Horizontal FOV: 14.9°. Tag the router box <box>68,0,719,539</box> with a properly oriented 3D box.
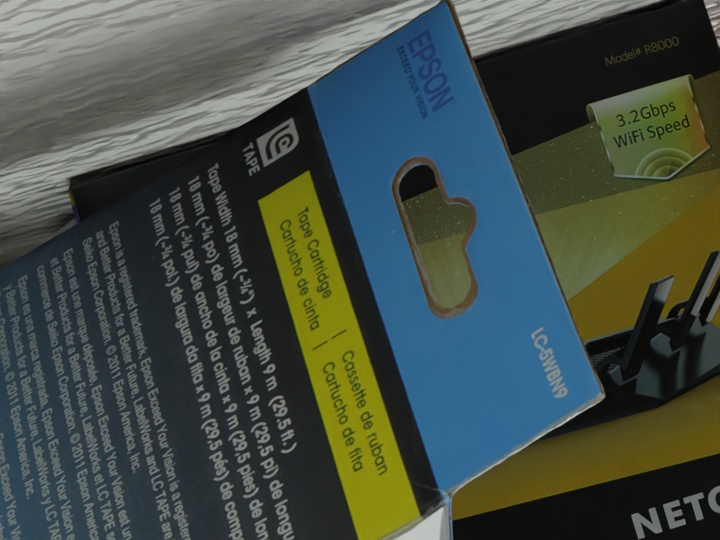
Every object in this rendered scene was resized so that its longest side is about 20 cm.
[{"bbox_3d":[0.029,0.023,0.822,0.199,0.158,0.052,-17,176,-5],"label":"router box"}]

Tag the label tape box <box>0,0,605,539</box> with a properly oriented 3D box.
[{"bbox_3d":[-0.034,0.045,0.660,0.200,0.145,0.063,-30,134,12],"label":"label tape box"}]

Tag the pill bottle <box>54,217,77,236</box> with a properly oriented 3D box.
[{"bbox_3d":[-0.024,0.068,0.895,0.106,0.201,0.106,-17,176,-1],"label":"pill bottle"}]
